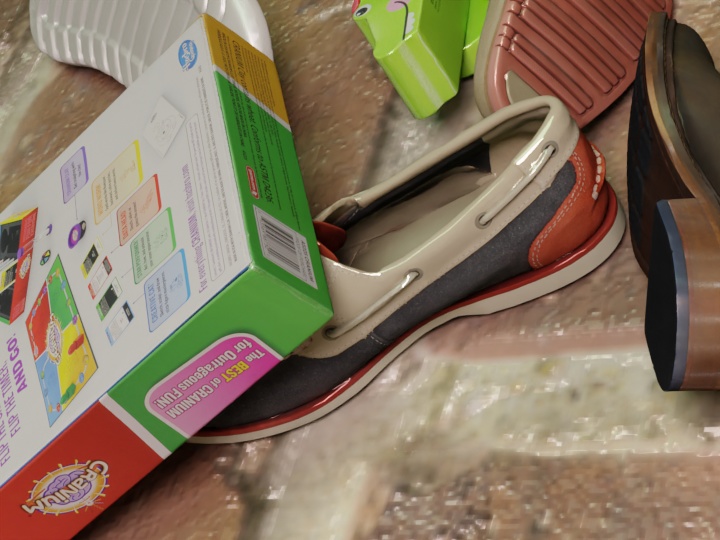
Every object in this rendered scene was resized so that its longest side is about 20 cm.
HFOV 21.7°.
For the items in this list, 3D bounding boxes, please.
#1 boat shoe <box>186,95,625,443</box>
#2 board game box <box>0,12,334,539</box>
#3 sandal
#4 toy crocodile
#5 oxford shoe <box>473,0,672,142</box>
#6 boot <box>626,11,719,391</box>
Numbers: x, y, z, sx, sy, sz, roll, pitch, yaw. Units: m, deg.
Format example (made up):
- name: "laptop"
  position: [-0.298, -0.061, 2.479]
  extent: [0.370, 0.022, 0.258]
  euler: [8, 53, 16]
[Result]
- name: "boat shoe"
  position: [0.000, 0.000, 0.706]
  extent: [0.200, 0.063, 0.071]
  euler: [-26, 44, 12]
- name: "board game box"
  position: [-0.104, 0.017, 0.725]
  extent: [0.200, 0.040, 0.153]
  euler: [-40, 38, 23]
- name: "sandal"
  position: [-0.091, -0.121, 0.883]
  extent: [0.050, 0.083, 0.203]
  euler: [-6, 23, -38]
- name: "toy crocodile"
  position: [0.024, -0.139, 0.819]
  extent: [0.062, 0.068, 0.200]
  euler: [-20, 41, 23]
- name: "oxford shoe"
  position: [0.085, -0.125, 0.779]
  extent: [0.074, 0.071, 0.200]
  euler: [-18, 36, 48]
- name: "boot"
  position: [0.145, -0.027, 0.654]
  extent: [0.097, 0.075, 0.200]
  euler: [1, 38, 2]
